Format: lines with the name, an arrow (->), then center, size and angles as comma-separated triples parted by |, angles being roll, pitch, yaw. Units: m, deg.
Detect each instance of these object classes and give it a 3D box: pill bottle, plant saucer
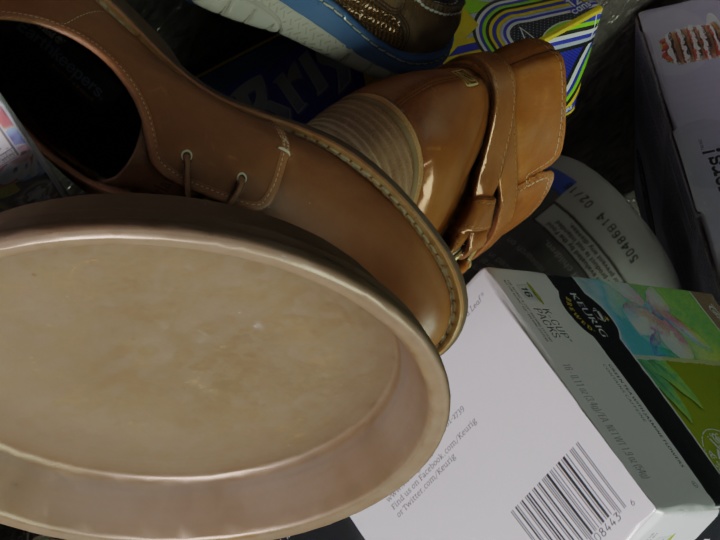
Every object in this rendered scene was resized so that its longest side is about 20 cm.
pill bottle -> 0.050, 0.044, 1.278 | 0.200, 0.114, 0.114 | -38, 155, -17
plant saucer -> -0.070, 0.034, 0.866 | 0.199, 0.030, 0.200 | 1, 146, 1

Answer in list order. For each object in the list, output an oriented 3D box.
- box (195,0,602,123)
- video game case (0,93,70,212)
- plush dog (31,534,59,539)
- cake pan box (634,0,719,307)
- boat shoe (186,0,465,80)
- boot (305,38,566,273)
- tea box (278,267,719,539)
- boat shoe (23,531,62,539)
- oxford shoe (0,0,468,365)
box -> 0.002, -0.066, 1.077 | 0.200, 0.070, 0.064 | -31, 150, -30
video game case -> -0.156, 0.017, 0.884 | 0.143, 0.018, 0.200 | -32, 155, -4
plush dog -> -0.159, 0.184, 1.061 | 0.172, 0.160, 0.200 | -51, -176, -9
cake pan box -> 0.182, -0.007, 1.318 | 0.052, 0.201, 0.184 | -13, 151, 1
boat shoe -> -0.008, -0.122, 0.968 | 0.072, 0.072, 0.200 | -53, 155, 15
boot -> 0.000, 0.000, 1.021 | 0.155, 0.077, 0.201 | -30, 147, -42
tea box -> 0.078, 0.117, 1.141 | 0.200, 0.134, 0.196 | -48, 152, 25
boat shoe -> -0.114, 0.072, 1.115 | 0.059, 0.072, 0.200 | -4, 142, -31
oxford shoe -> -0.053, -0.026, 0.878 | 0.071, 0.200, 0.071 | -55, -177, 17
